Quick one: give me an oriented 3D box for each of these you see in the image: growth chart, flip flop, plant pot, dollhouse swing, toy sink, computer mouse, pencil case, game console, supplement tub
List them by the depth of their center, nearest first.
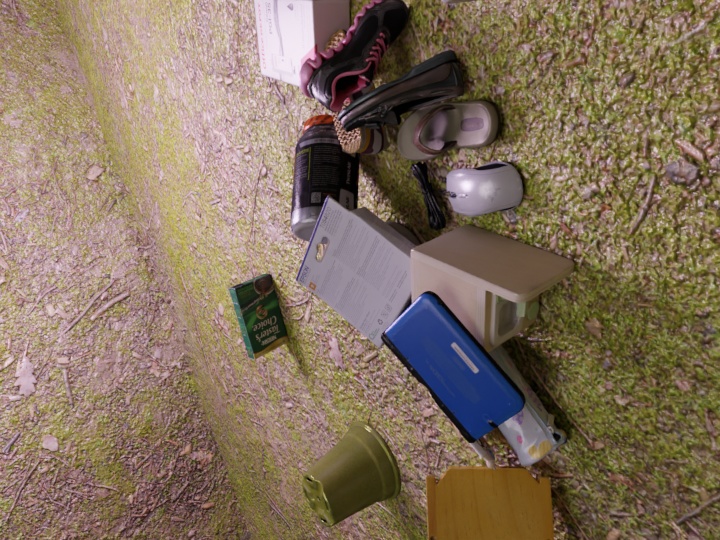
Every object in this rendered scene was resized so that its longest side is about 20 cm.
[{"bbox_3d":[0.182,0.029,0.794,0.198,0.128,0.116,25,129,45],"label":"toy sink"},{"bbox_3d":[0.117,-0.202,0.821,0.197,0.056,0.084,10,116,53],"label":"flip flop"},{"bbox_3d":[0.134,0.131,0.822,0.201,0.118,0.171,47,128,6],"label":"game console"},{"bbox_3d":[0.151,-0.117,0.831,0.198,0.043,0.113,1,109,56],"label":"computer mouse"},{"bbox_3d":[0.227,0.194,0.861,0.202,0.082,0.091,56,168,21],"label":"pencil case"},{"bbox_3d":[0.174,0.256,0.924,0.145,0.018,0.200,48,-176,13],"label":"growth chart"},{"bbox_3d":[0.214,0.414,0.951,0.176,0.193,0.189,35,-128,-78],"label":"dollhouse swing"},{"bbox_3d":[-0.061,-0.161,0.998,0.121,0.119,0.207,-20,64,57],"label":"supplement tub"},{"bbox_3d":[-0.035,0.496,1.332,0.199,0.181,0.206,32,133,42],"label":"plant pot"}]

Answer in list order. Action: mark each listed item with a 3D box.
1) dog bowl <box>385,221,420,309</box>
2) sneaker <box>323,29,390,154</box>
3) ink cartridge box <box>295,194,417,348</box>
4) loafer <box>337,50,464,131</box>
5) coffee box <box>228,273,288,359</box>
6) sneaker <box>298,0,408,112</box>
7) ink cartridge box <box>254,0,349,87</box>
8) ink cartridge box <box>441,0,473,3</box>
[{"bbox_3d":[0.045,0.019,1.036,0.198,0.077,0.206,33,133,43],"label":"dog bowl"},{"bbox_3d":[-0.004,-0.291,0.928,0.074,0.088,0.207,-13,86,47],"label":"sneaker"},{"bbox_3d":[0.000,0.000,0.937,0.198,0.041,0.202,37,131,10],"label":"ink cartridge box"},{"bbox_3d":[0.056,-0.242,0.812,0.196,0.072,0.065,-23,93,25],"label":"loafer"},{"bbox_3d":[-0.276,0.125,1.536,0.043,0.121,0.207,1,108,51],"label":"coffee box"},{"bbox_3d":[0.005,-0.311,0.823,0.096,0.199,0.079,49,-177,34],"label":"sneaker"},{"bbox_3d":[-0.106,-0.415,1.005,0.198,0.081,0.151,31,133,43],"label":"ink cartridge box"},{"bbox_3d":[0.158,-0.414,0.613,0.198,0.082,0.150,-8,101,57],"label":"ink cartridge box"}]
